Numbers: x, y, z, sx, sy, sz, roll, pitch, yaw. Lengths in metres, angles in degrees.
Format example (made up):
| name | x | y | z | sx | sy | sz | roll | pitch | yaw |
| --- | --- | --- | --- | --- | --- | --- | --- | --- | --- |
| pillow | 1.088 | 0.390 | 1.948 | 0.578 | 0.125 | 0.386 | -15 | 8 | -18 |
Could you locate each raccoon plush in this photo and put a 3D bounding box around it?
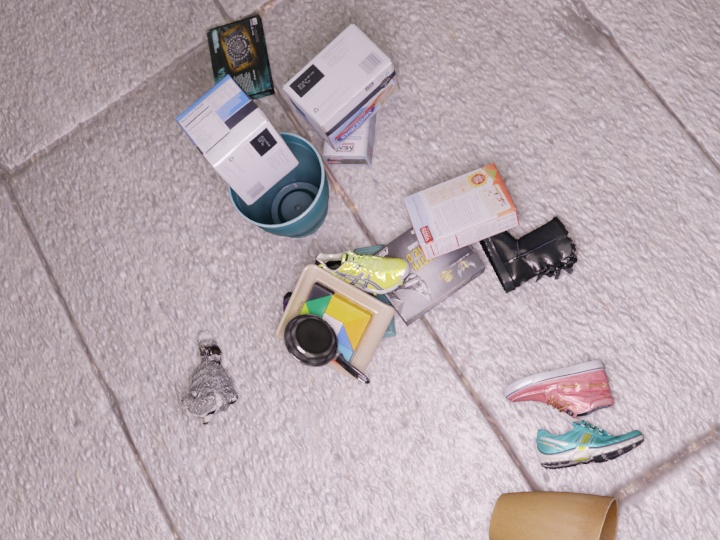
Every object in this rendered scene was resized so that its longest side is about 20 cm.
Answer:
| name | x | y | z | sx | sy | sz | roll | pitch | yaw |
| --- | --- | --- | --- | --- | --- | --- | --- | --- | --- |
| raccoon plush | -0.331 | 0.216 | 1.673 | 0.096 | 0.134 | 0.201 | -29 | 72 | 4 |

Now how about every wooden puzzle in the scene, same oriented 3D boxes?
| name | x | y | z | sx | sy | sz | roll | pitch | yaw |
| --- | --- | --- | --- | --- | --- | --- | --- | --- | --- |
| wooden puzzle | -0.055 | 0.107 | 1.634 | 0.199 | 0.037 | 0.186 | 27 | 115 | 2 |

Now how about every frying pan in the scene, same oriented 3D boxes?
| name | x | y | z | sx | sy | sz | roll | pitch | yaw |
| --- | --- | --- | --- | --- | --- | --- | --- | --- | --- |
| frying pan | -0.061 | 0.145 | 1.615 | 0.189 | 0.031 | 0.116 | 14 | 115 | 10 |

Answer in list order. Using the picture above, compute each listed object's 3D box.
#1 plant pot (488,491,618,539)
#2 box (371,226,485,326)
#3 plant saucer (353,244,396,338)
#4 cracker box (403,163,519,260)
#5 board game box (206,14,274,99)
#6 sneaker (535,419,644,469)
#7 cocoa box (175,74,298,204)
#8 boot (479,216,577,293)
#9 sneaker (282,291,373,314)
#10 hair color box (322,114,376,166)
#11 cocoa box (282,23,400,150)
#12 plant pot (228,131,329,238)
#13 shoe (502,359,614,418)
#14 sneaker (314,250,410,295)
| name | x | y | z | sx | sy | sz | roll | pitch | yaw |
| --- | --- | --- | --- | --- | --- | --- | --- | --- | --- |
| plant pot | 0.338 | 0.469 | 1.462 | 0.199 | 0.186 | 0.188 | 11 | 77 | 28 |
| box | 0.129 | -0.008 | 1.678 | 0.199 | 0.048 | 0.159 | -34 | 72 | -4 |
| plant saucer | 0.028 | 0.043 | 1.711 | 0.069 | 0.019 | 0.201 | -9 | 74 | 9 |
| cracker box | 0.198 | -0.117 | 1.631 | 0.199 | 0.058 | 0.135 | -20 | 52 | 5 |
| board game box | -0.281 | -0.487 | 1.911 | 0.134 | 0.028 | 0.201 | -13 | 73 | 8 |
| sneaker | 0.426 | 0.316 | 1.530 | 0.199 | 0.078 | 0.080 | -9 | 65 | 9 |
| cocoa box | -0.227 | -0.241 | 1.537 | 0.133 | 0.200 | 0.131 | -40 | 71 | -1 |
| boot | 0.330 | -0.061 | 1.651 | 0.162 | 0.073 | 0.199 | -24 | 69 | 0 |
| sneaker | -0.073 | 0.052 | 1.694 | 0.199 | 0.076 | 0.088 | -18 | 66 | 13 |
| hair color box | -0.019 | -0.333 | 1.800 | 0.098 | 0.061 | 0.201 | 3 | 75 | 12 |
| cocoa box | -0.036 | -0.381 | 1.715 | 0.200 | 0.131 | 0.133 | -43 | 71 | -2 |
| plant pot | -0.150 | -0.156 | 1.711 | 0.199 | 0.188 | 0.202 | -3 | 74 | 11 |
| shoe | 0.377 | 0.239 | 1.559 | 0.199 | 0.072 | 0.092 | -15 | 67 | 2 |
| sneaker | 0.000 | 0.000 | 1.620 | 0.199 | 0.077 | 0.076 | -4 | 56 | 19 |
